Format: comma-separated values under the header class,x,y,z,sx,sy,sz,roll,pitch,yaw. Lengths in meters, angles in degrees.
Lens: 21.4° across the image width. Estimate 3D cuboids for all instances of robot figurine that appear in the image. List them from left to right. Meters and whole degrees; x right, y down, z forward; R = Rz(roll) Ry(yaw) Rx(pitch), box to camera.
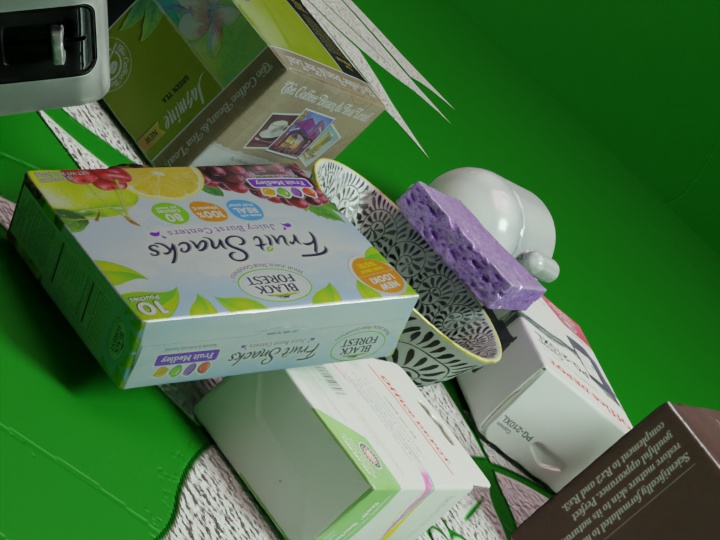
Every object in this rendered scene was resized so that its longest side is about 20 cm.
class,x,y,z,sx,sy,sz,roll,pitch,yaw
robot figurine,0.122,-0.038,1.889,0.169,0.113,0.200,28,4,27

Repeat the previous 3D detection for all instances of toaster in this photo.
class,x,y,z,sx,sy,sz,roll,pitch,yaw
toaster,-0.220,-0.214,1.182,0.118,0.182,0.200,-4,35,-10

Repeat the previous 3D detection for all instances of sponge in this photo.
class,x,y,z,sx,sy,sz,roll,pitch,yaw
sponge,0.092,-0.016,1.547,0.112,0.030,0.200,48,9,10

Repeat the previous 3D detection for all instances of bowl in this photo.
class,x,y,z,sx,sy,sz,roll,pitch,yaw
bowl,0.004,0.022,1.417,0.201,0.094,0.201,44,14,-14

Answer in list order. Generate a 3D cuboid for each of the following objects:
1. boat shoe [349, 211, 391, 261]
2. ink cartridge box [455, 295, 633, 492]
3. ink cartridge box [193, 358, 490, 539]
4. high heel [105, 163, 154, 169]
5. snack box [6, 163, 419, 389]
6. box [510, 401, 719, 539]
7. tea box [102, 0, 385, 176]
class,x,y,z,sx,sy,sz,roll,pitch,yaw
boat shoe,0.000,0.000,1.535,0.200,0.074,0.066,42,1,-24
ink cartridge box,0.151,0.092,1.679,0.145,0.084,0.200,38,17,-30
ink cartridge box,-0.005,0.113,1.193,0.117,0.067,0.200,52,15,21
high heel,-0.079,-0.007,1.218,0.199,0.072,0.142,24,-7,35
snack box,-0.085,-0.002,1.112,0.199,0.053,0.142,-5,41,-41
box,0.251,0.217,1.471,0.165,0.166,0.200,53,14,20
tea box,-0.115,-0.167,1.494,0.197,0.134,0.200,51,15,18
